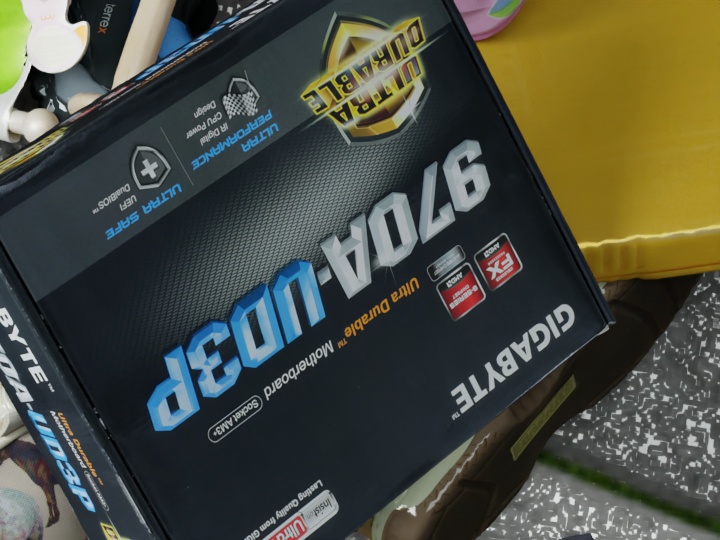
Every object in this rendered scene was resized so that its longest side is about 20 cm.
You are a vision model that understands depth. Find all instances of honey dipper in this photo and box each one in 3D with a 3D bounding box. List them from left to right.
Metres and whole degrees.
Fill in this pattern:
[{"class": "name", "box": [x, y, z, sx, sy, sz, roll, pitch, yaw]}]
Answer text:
[{"class": "honey dipper", "box": [-0.069, -0.107, 0.960, 0.038, 0.038, 0.201, 18, 79, 0]}]

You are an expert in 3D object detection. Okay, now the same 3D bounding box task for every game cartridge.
[{"class": "game cartridge", "box": [0.140, -0.077, 1.007, 0.199, 0.033, 0.177, -9, 52, -4]}]

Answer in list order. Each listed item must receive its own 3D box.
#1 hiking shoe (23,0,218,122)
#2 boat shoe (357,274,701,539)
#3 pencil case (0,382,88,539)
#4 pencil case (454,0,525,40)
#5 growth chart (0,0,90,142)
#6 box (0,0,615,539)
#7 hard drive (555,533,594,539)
[{"class": "hiking shoe", "box": [-0.057, -0.026, 0.996, 0.086, 0.074, 0.201, -24, 81, -7]}, {"class": "boat shoe", "box": [0.057, 0.018, 1.000, 0.076, 0.072, 0.200, 34, 66, 27]}, {"class": "pencil case", "box": [-0.147, 0.019, 0.935, 0.077, 0.090, 0.200, -12, 43, -31]}, {"class": "pencil case", "box": [-0.008, -0.153, 0.939, 0.087, 0.200, 0.088, -16, 63, 35]}, {"class": "growth chart", "box": [-0.152, -0.148, 0.989, 0.144, 0.018, 0.201, 4, 93, 38]}, {"class": "box", "box": [-0.026, 0.001, 0.875, 0.200, 0.046, 0.160, -35, 103, -32]}, {"class": "hard drive", "box": [0.004, 0.172, 0.936, 0.199, 0.135, 0.042, -19, 123, 2]}]
